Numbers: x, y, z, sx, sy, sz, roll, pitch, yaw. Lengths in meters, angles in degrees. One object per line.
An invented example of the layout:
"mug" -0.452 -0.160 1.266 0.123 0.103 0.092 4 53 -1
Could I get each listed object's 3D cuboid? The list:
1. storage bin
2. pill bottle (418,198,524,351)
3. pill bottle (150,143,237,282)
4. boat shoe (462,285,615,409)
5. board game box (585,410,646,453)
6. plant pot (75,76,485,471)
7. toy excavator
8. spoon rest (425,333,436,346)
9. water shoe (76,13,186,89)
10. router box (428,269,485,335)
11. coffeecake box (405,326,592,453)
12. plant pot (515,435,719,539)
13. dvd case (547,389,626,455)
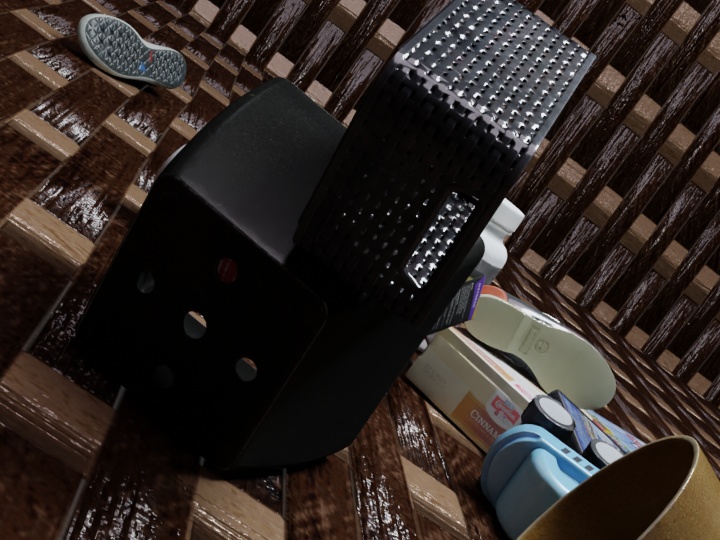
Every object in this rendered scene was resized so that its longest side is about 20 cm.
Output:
"storage bin" 0.054 -0.076 0.715 0.093 0.136 0.200 34 34 4
"pill bottle" 0.106 -0.009 1.421 0.110 0.201 0.111 34 11 -7
"pill bottle" -0.093 -0.026 1.056 0.200 0.114 0.113 42 11 22
"boat shoe" 0.190 0.080 1.283 0.198 0.072 0.063 31 8 -10
"board game box" 0.347 0.261 1.452 0.199 0.062 0.200 27 15 -45
"plant pot" -0.066 0.014 0.784 0.199 0.201 0.177 39 22 10
"toy excavator" 0.180 0.224 0.998 0.193 0.101 0.200 36 23 6
"spoon rest" 0.031 0.027 1.351 0.200 0.099 0.061 44 -31 21
"water shoe" -0.330 -0.296 1.640 0.078 0.073 0.199 10 -7 36
"router box" 0.000 0.000 1.174 0.198 0.053 0.156 29 27 32
"coffeecake box" 0.156 0.139 1.295 0.153 0.073 0.199 43 11 22
"plant pot" 0.202 0.244 0.760 0.201 0.186 0.186 51 10 1
"dvd case" 0.261 0.221 1.227 0.200 0.017 0.144 40 25 -45
